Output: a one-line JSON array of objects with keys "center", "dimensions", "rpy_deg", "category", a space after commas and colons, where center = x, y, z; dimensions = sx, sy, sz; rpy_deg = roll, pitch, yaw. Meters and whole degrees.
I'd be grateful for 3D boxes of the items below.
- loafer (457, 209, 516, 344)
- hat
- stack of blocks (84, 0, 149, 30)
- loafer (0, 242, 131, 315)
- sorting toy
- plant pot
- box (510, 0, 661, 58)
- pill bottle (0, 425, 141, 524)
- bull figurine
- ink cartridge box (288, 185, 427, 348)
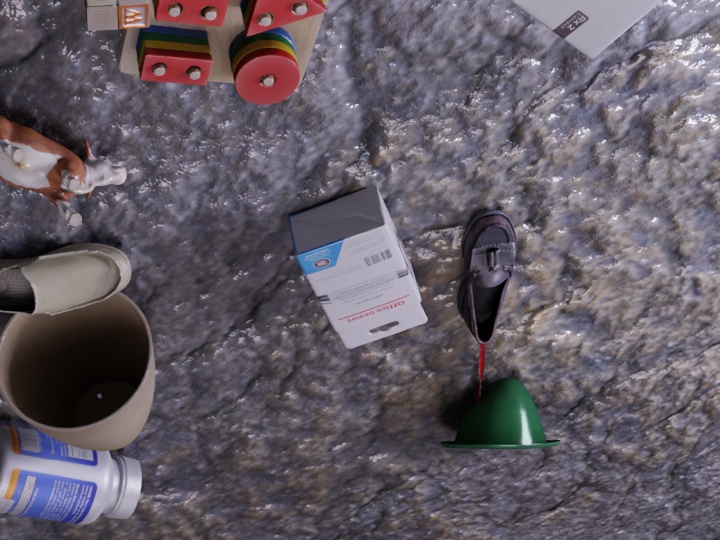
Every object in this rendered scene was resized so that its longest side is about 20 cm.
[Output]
[{"center": [0.162, 0.011, 2.004], "dimensions": [0.071, 0.063, 0.201], "rpy_deg": [-6, 139, -9], "category": "loafer"}, {"center": [0.194, 0.155, 2.217], "dimensions": [0.164, 0.177, 0.200], "rpy_deg": [-1, 176, -18], "category": "hat"}, {"center": [-0.227, -0.333, 1.459], "dimensions": [0.058, 0.116, 0.201], "rpy_deg": [-5, 139, -11], "category": "stack of blocks"}, {"center": [-0.363, 0.018, 1.845], "dimensions": [0.198, 0.068, 0.076], "rpy_deg": [-9, 110, -4], "category": "loafer"}, {"center": [-0.128, -0.254, 1.613], "dimensions": [0.197, 0.070, 0.201], "rpy_deg": [3, 137, -19], "category": "sorting toy"}, {"center": [-0.325, 0.143, 1.949], "dimensions": [0.186, 0.188, 0.200], "rpy_deg": [-13, 153, -1], "category": "plant pot"}, {"center": [0.225, -0.348, 1.502], "dimensions": [0.130, 0.201, 0.199], "rpy_deg": [27, 125, -37], "category": "box"}, {"center": [-0.395, 0.274, 2.113], "dimensions": [0.199, 0.113, 0.112], "rpy_deg": [15, 132, -29], "category": "pill bottle"}, {"center": [-0.338, -0.110, 1.692], "dimensions": [0.199, 0.121, 0.065], "rpy_deg": [20, 107, -27], "category": "bull figurine"}, {"center": [0.000, 0.000, 1.942], "dimensions": [0.115, 0.068, 0.200], "rpy_deg": [-18, 139, 6], "category": "ink cartridge box"}]
